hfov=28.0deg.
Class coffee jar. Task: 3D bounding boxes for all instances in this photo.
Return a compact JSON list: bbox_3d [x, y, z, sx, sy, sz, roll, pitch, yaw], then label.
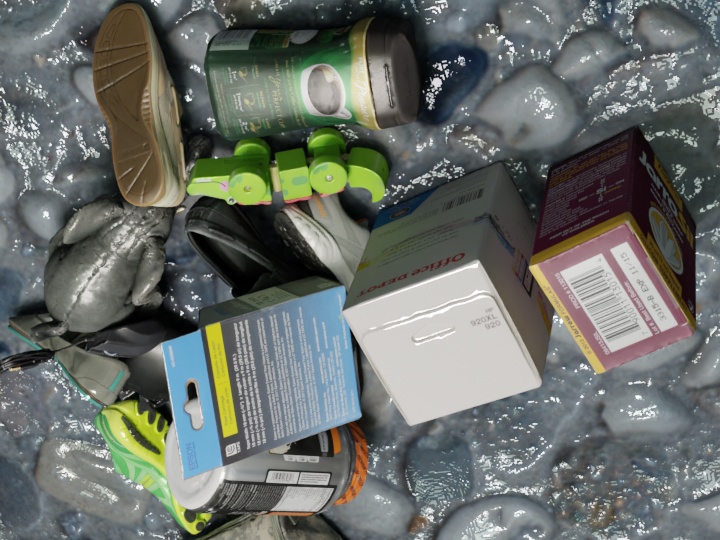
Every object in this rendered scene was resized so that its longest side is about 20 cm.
[{"bbox_3d":[-0.041,-0.182,1.368,0.199,0.085,0.105,-2,117,15],"label":"coffee jar"}]

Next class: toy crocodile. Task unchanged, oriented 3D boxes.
[{"bbox_3d":[-0.071,-0.094,1.426,0.199,0.068,0.062,-6,127,0],"label":"toy crocodile"}]

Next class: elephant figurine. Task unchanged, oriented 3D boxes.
[{"bbox_3d":[-0.241,-0.033,1.463,0.141,0.155,0.200,8,144,-32],"label":"elephant figurine"}]

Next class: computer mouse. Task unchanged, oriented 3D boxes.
[{"bbox_3d":[-0.279,0.083,1.468,0.059,0.200,0.034,-16,88,50],"label":"computer mouse"}]

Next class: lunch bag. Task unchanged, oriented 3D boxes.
[{"bbox_3d":[-0.115,0.365,1.693,0.200,0.139,0.168,-31,93,27],"label":"lunch bag"}]

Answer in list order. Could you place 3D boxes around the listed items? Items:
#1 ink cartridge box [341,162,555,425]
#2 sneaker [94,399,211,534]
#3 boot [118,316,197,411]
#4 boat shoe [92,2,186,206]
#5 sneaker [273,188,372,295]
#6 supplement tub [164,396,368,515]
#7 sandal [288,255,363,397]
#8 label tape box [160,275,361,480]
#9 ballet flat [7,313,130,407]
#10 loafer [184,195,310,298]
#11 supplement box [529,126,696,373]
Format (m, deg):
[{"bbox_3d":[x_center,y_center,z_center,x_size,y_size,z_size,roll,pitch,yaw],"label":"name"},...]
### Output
[{"bbox_3d":[0.093,0.022,1.392,0.147,0.200,0.145,-21,114,24],"label":"ink cartridge box"},{"bbox_3d":[-0.235,0.223,1.679,0.083,0.074,0.200,-1,130,47],"label":"sneaker"},{"bbox_3d":[-0.182,0.083,1.573,0.162,0.073,0.199,24,125,0],"label":"boot"},{"bbox_3d":[-0.209,-0.160,1.411,0.072,0.065,0.201,-14,83,26],"label":"boat shoe"},{"bbox_3d":[0.000,0.000,1.472,0.200,0.079,0.074,54,161,-15],"label":"sneaker"},{"bbox_3d":[-0.097,0.199,1.537,0.200,0.123,0.123,9,133,-40],"label":"supplement tub"},{"bbox_3d":[-0.034,0.072,1.545,0.076,0.043,0.201,-5,119,16],"label":"sandal"},{"bbox_3d":[-0.105,0.100,1.402,0.200,0.063,0.145,-16,110,-27],"label":"label tape box"},{"bbox_3d":[-0.314,0.082,1.580,0.064,0.200,0.067,-54,137,-5],"label":"ballet flat"},{"bbox_3d":[-0.105,0.010,1.458,0.068,0.070,0.201,-28,113,36],"label":"loafer"},{"bbox_3d":[0.238,-0.022,1.331,0.103,0.200,0.131,-26,112,25],"label":"supplement box"}]
